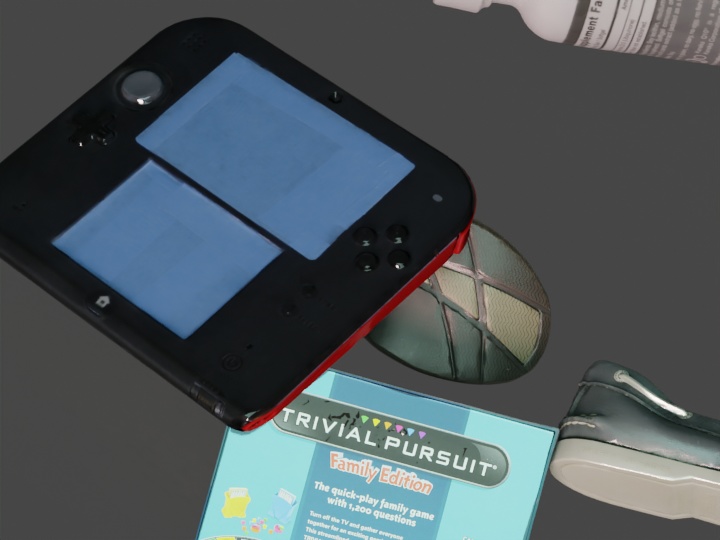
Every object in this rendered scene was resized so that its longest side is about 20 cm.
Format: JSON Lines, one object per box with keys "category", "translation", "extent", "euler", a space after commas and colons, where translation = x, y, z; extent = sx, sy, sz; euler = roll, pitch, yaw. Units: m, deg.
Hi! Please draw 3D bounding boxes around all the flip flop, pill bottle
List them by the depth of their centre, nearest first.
{"category": "pill bottle", "translation": [0.141, -0.163, 1.237], "extent": [0.200, 0.116, 0.116], "euler": [8, 86, -2]}
{"category": "flip flop", "translation": [0.000, 0.000, 1.254], "extent": [0.200, 0.058, 0.081], "euler": [14, 95, 13]}

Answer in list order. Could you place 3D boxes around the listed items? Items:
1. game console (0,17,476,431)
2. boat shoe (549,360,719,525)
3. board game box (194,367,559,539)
{"category": "game console", "translation": [-0.065, -0.030, 1.197], "extent": [0.200, 0.031, 0.177], "euler": [34, 57, 26]}
{"category": "boat shoe", "translation": [0.191, 0.089, 1.179], "extent": [0.200, 0.073, 0.062], "euler": [13, 67, 6]}
{"category": "board game box", "translation": [-0.007, 0.151, 1.177], "extent": [0.151, 0.047, 0.200], "euler": [16, 84, -1]}
